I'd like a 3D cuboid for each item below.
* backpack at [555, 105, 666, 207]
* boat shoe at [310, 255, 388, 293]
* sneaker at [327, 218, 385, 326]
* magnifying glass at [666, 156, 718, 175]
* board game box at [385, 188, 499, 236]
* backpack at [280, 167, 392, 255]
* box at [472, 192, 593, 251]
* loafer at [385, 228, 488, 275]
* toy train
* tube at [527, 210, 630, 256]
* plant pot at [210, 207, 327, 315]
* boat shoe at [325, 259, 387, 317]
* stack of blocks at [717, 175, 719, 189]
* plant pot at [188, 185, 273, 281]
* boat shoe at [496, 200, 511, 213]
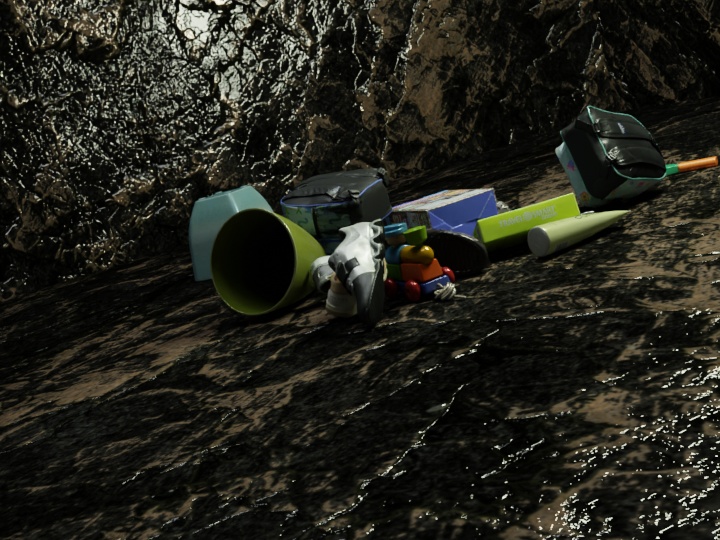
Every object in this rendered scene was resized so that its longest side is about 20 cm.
[{"bbox_3d":[0.497,-0.220,1.772,0.198,0.178,0.154,-8,-26,-34],"label":"backpack"},{"bbox_3d":[0.011,0.008,1.598,0.197,0.071,0.064,-10,41,-16],"label":"boat shoe"},{"bbox_3d":[-0.007,0.007,1.381,0.087,0.075,0.202,-4,44,7],"label":"sneaker"},{"bbox_3d":[0.672,-0.218,1.956,0.198,0.023,0.079,-11,10,33],"label":"magnifying glass"},{"bbox_3d":[0.165,-0.097,1.818,0.158,0.098,0.200,-19,10,-20],"label":"board game box"},{"bbox_3d":[-0.052,-0.111,1.803,0.197,0.149,0.183,0,23,25],"label":"backpack"},{"bbox_3d":[0.302,-0.084,1.597,0.197,0.048,0.122,-16,-9,0],"label":"box"},{"bbox_3d":[0.134,-0.043,1.546,0.198,0.074,0.071,13,19,30],"label":"loafer"},{"bbox_3d":[0.101,-0.018,1.419,0.084,0.117,0.199,-20,11,-26],"label":"toy train"},{"bbox_3d":[0.366,-0.071,1.520,0.198,0.053,0.058,-16,38,-33],"label":"tube"},{"bbox_3d":[-0.144,-0.014,1.666,0.185,0.190,0.199,-10,-6,27],"label":"plant pot"},{"bbox_3d":[0.000,0.000,1.488,0.073,0.070,0.201,13,33,13],"label":"boat shoe"},{"bbox_3d":[0.663,-0.133,1.369,0.114,0.059,0.200,-18,10,-18],"label":"stack of blocks"},{"bbox_3d":[-0.328,-0.106,2.322,0.193,0.203,0.196,-9,11,26],"label":"plant pot"},{"bbox_3d":[0.278,-0.130,1.949,0.066,0.058,0.200,-17,10,-10],"label":"boat shoe"}]
